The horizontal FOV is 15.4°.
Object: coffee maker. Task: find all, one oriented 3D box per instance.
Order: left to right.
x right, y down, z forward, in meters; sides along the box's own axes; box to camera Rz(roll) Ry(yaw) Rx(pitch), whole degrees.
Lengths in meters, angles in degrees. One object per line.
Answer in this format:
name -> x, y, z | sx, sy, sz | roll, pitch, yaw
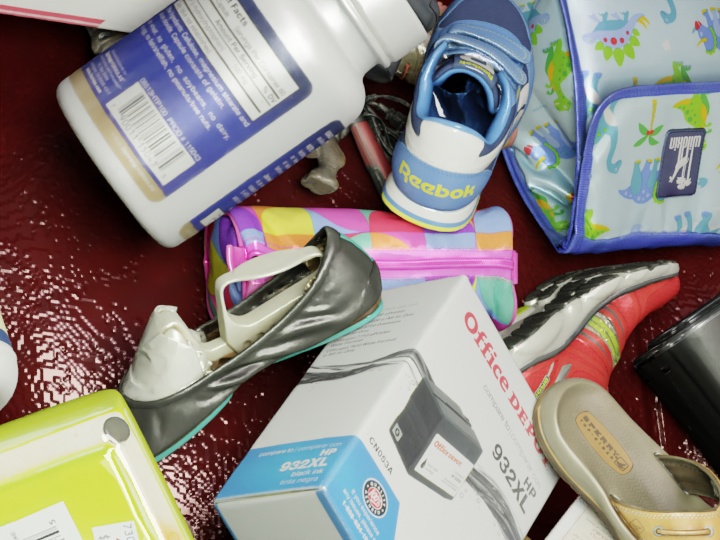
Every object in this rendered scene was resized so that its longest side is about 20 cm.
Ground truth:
coffee maker -> 0.268, 0.109, 1.696 | 0.192, 0.135, 0.200 | -33, 85, -37

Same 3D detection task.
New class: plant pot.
plant pot -> -0.184, 0.183, 1.377 | 0.199, 0.181, 0.200 | -19, 77, -35

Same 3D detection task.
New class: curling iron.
curling iron -> 0.041, -0.027, 1.707 | 0.050, 0.026, 0.200 | -14, 73, -32

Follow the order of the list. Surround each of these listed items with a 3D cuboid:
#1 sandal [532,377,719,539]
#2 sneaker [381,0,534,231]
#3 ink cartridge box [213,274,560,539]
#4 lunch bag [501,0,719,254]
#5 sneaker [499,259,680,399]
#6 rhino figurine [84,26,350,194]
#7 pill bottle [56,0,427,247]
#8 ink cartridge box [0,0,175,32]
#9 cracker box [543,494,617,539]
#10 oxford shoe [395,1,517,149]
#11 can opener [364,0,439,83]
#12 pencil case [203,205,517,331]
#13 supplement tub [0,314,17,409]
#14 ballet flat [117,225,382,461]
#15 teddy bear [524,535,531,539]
sandal -> 0.183, 0.135, 1.545 | 0.200, 0.054, 0.080 | 48, 47, 6
sneaker -> 0.070, -0.115, 1.642 | 0.074, 0.082, 0.200 | 16, 47, 1
ink cartridge box -> 0.023, 0.120, 1.518 | 0.145, 0.084, 0.200 | 60, 41, -22
lunch bag -> 0.182, -0.112, 1.777 | 0.170, 0.127, 0.200 | -5, 80, -33
sneaker -> 0.138, 0.053, 1.706 | 0.200, 0.077, 0.085 | -31, 106, -39
rhino figurine -> -0.090, -0.128, 1.665 | 0.200, 0.060, 0.088 | 25, 56, -9
pill bottle -> -0.066, -0.116, 1.560 | 0.200, 0.120, 0.120 | -35, 84, 2
ink cartridge box -> -0.158, -0.247, 1.638 | 0.145, 0.085, 0.200 | 7, 47, -16
cracker box -> 0.152, 0.208, 1.549 | 0.134, 0.058, 0.200 | 38, 44, 7
oxford shoe -> 0.021, -0.147, 1.740 | 0.075, 0.070, 0.200 | -35, 77, -27
can opener -> -0.016, -0.204, 1.637 | 0.200, 0.063, 0.079 | 51, 31, -38
pencil case -> 0.000, 0.000, 1.622 | 0.200, 0.088, 0.089 | -2, 67, -22
supplement tub -> -0.280, -0.005, 1.441 | 0.145, 0.145, 0.200 | -11, 71, -33
ballet flat -> -0.082, 0.039, 1.534 | 0.200, 0.068, 0.068 | -34, 120, -7
teddy bear -> 0.121, 0.220, 1.611 | 0.200, 0.067, 0.145 | 21, 48, -11
